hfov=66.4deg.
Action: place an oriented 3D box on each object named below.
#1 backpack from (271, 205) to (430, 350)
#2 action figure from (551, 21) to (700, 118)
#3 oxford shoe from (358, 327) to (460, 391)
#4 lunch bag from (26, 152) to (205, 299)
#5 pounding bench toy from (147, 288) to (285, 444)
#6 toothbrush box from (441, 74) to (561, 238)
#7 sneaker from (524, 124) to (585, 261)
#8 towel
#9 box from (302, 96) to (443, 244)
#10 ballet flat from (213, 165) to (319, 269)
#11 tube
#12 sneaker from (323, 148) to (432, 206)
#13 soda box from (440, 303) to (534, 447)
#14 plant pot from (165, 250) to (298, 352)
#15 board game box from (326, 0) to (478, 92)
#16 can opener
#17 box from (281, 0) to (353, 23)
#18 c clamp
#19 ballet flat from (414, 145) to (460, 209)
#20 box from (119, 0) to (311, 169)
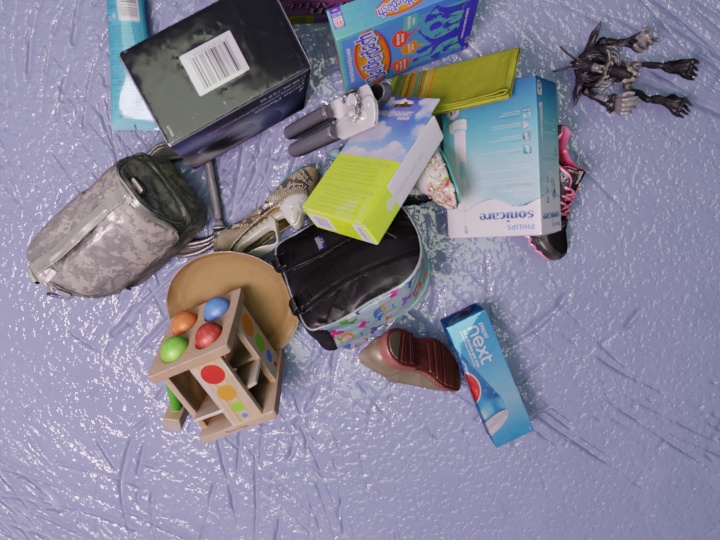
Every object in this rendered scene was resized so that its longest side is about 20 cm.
[{"bbox_3d":[0.000,0.000,0.772,0.197,0.151,0.180,-32,56,5],"label":"backpack"},{"bbox_3d":[0.385,-0.286,0.792,0.194,0.102,0.122,9,107,-3],"label":"action figure"},{"bbox_3d":[0.079,0.140,0.827,0.074,0.072,0.198,-25,138,36],"label":"oxford shoe"},{"bbox_3d":[-0.338,-0.058,0.758,0.198,0.168,0.141,-36,90,11],"label":"lunch bag"},{"bbox_3d":[-0.232,0.142,0.784,0.195,0.126,0.158,-22,121,12],"label":"pounding bench toy"},{"bbox_3d":[0.198,-0.151,0.775,0.144,0.084,0.207,-1,96,40],"label":"toothbrush box"},{"bbox_3d":[0.283,-0.115,0.802,0.078,0.094,0.206,-18,99,-39],"label":"sneaker"},{"bbox_3d":[0.118,-0.255,0.760,0.196,0.018,0.088,0,63,36],"label":"towel"},{"bbox_3d":[0.022,-0.139,0.728,0.203,0.120,0.048,-57,135,-16],"label":"box"},{"bbox_3d":[-0.129,-0.069,0.815,0.198,0.068,0.076,-37,53,1],"label":"ballet flat"},{"bbox_3d":[-0.337,-0.311,0.808,0.075,0.050,0.207,0,101,3],"label":"tube"},{"bbox_3d":[0.038,-0.145,0.814,0.193,0.078,0.089,1,87,-4],"label":"sneaker"},{"bbox_3d":[0.195,0.160,0.852,0.066,0.064,0.205,-23,95,2],"label":"soda box"},{"bbox_3d":[-0.188,0.053,0.820,0.193,0.028,0.205,-1,123,-1],"label":"plant pot"},{"bbox_3d":[0.058,-0.327,0.754,0.195,0.152,0.046,-20,82,2],"label":"board game box"},{"bbox_3d":[-0.035,-0.204,0.769,0.065,0.197,0.054,-17,95,-43],"label":"can opener"},{"bbox_3d":[-0.027,-0.411,0.722,0.170,0.200,0.100,-3,97,-1],"label":"box"},{"bbox_3d":[-0.247,-0.124,0.835,0.165,0.027,0.207,-4,95,-1],"label":"c clamp"},{"bbox_3d":[0.090,-0.155,0.775,0.062,0.204,0.076,-15,140,6],"label":"ballet flat"},{"bbox_3d":[-0.176,-0.244,0.727,0.197,0.198,0.125,-30,97,-6],"label":"box"}]
